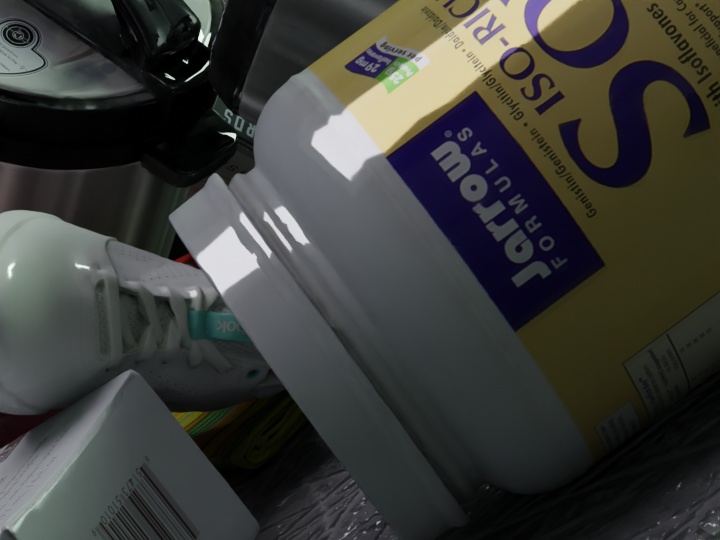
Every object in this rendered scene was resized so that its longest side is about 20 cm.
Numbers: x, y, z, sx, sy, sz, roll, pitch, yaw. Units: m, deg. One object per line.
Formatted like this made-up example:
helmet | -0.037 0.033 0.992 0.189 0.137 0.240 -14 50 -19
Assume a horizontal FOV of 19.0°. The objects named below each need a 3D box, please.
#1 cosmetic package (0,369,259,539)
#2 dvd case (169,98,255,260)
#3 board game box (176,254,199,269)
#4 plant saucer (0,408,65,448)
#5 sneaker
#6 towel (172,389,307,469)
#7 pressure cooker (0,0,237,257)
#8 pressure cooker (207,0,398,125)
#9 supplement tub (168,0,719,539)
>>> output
cosmetic package | -0.145 0.130 0.773 0.200 0.081 0.113 -30 13 29
dvd case | -0.082 -0.039 1.143 0.200 0.150 0.025 -20 48 56
board game box | -0.172 0.082 1.113 0.151 0.046 0.200 -24 16 46
plant saucer | -0.208 0.056 0.874 0.200 0.051 0.201 -10 -19 -3
sneaker | -0.077 0.020 0.812 0.088 0.076 0.200 2 -5 23
towel | -0.095 0.056 0.952 0.199 0.018 0.086 -2 30 42
pressure cooker | -0.153 -0.082 0.947 0.179 0.175 0.200 -101 25 -43
pressure cooker | 0.059 -0.099 0.838 0.176 0.199 0.179 -64 -1 -15
supplement tub | 0.059 -0.026 0.629 0.200 0.146 0.145 -37 11 -2
